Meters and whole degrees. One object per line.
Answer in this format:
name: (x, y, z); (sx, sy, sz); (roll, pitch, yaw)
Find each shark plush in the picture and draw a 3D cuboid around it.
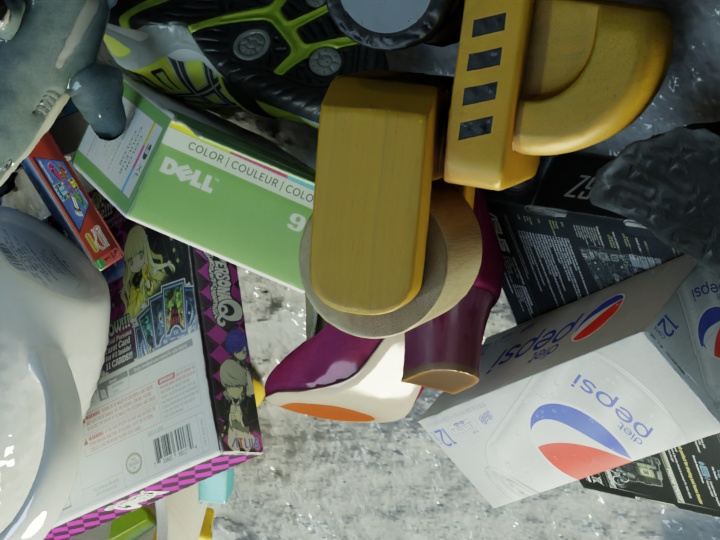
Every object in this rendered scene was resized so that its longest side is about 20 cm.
shark plush: (-0.153, -0.127, 1.318); (0.091, 0.083, 0.201); (39, 128, 15)

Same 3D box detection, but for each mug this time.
mug: (-0.210, 0.074, 1.487); (0.147, 0.176, 0.200); (19, -157, -40)

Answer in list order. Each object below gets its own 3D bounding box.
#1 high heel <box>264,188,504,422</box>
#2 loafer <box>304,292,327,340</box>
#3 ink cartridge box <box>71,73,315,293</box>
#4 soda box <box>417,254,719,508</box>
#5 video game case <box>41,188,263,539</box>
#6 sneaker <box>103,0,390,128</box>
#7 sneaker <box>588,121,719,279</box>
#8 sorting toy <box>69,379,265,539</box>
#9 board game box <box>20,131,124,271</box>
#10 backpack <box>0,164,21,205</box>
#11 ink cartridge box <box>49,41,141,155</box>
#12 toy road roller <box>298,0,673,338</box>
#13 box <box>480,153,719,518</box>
high heel: (0.012, 0.022, 1.389); (0.067, 0.097, 0.200); (17, 162, -30)
loafer: (0.000, 0.000, 1.452); (0.068, 0.076, 0.200); (36, 138, 11)
ink cartridge box: (-0.072, -0.042, 1.375); (0.103, 0.060, 0.200); (24, -176, -21)
soda box: (0.114, 0.054, 1.311); (0.063, 0.068, 0.200); (48, 147, -10)
video game case: (-0.138, 0.044, 1.548); (0.200, 0.036, 0.182); (-27, 66, 45)
sneaker: (-0.057, -0.113, 1.388); (0.199, 0.075, 0.077); (27, 157, 36)
sneaker: (0.203, -0.015, 1.192); (0.200, 0.060, 0.105); (38, 115, 17)
sorting toy: (-0.134, 0.159, 1.654); (0.106, 0.181, 0.200); (13, 155, -20)
board game box: (-0.195, -0.097, 1.467); (0.201, 0.019, 0.103); (61, 170, -27)
backpack: (-0.312, -0.028, 1.596); (0.135, 0.200, 0.183); (49, 165, 5)
ink cartridge box: (-0.233, -0.148, 1.547); (0.176, 0.045, 0.200); (-15, 117, 52)
toy road roller: (0.059, -0.066, 1.215); (0.145, 0.123, 0.201); (9, 98, 13)
box: (0.154, 0.037, 1.352); (0.160, 0.044, 0.201); (9, 135, 41)
